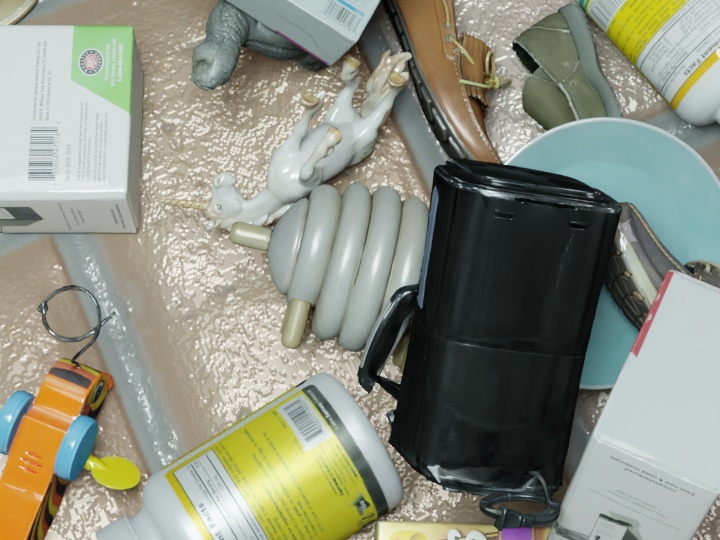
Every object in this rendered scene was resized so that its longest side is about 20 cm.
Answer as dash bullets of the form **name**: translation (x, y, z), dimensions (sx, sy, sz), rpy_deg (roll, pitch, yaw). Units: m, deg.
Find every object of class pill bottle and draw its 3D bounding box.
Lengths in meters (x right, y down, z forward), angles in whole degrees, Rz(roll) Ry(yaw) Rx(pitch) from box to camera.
- **pill bottle**: translation (-0.079, 0.168, 1.039), dimensions (0.200, 0.112, 0.112), rpy_deg (-31, 75, -11)
- **pill bottle**: translation (0.270, -0.187, 1.167), dimensions (0.113, 0.113, 0.200), rpy_deg (-35, 75, -12)

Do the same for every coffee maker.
- **coffee maker**: translation (0.102, 0.037, 0.965), dimensions (0.135, 0.192, 0.200), rpy_deg (1, 106, -32)

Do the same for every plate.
- **plate**: translation (0.173, -0.013, 1.069), dimensions (0.200, 0.026, 0.200), rpy_deg (-1, 102, -3)

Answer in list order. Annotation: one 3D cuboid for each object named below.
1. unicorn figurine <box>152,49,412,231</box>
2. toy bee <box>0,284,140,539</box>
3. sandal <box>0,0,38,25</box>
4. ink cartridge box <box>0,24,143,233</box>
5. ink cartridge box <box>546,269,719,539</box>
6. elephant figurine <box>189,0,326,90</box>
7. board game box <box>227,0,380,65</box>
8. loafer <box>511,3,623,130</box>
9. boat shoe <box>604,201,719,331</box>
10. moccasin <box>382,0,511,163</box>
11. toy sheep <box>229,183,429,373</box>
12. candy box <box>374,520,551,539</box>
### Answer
- **unicorn figurine**: translation (-0.040, -0.091, 1.122), dimensions (0.200, 0.137, 0.074), rpy_deg (-21, 68, -33)
- **toy bee**: translation (-0.211, 0.112, 1.072), dimensions (0.131, 0.109, 0.200), rpy_deg (42, 100, 3)
- **sandal**: translation (-0.272, -0.269, 1.202), dimensions (0.212, 0.070, 0.078), rpy_deg (-37, 76, -12)
- **ink cartridge box**: translation (-0.273, -0.109, 1.141), dimensions (0.200, 0.084, 0.146), rpy_deg (0, 71, -2)
- **ink cartridge box**: translation (0.192, 0.122, 0.968), dimensions (0.083, 0.200, 0.147), rpy_deg (24, 55, 11)
- **elephant figurine**: translation (-0.055, -0.220, 1.163), dimensions (0.155, 0.142, 0.200), rpy_deg (-16, 66, 8)
- **board game box**: translation (-0.029, -0.276, 1.091), dimensions (0.148, 0.064, 0.200), rpy_deg (32, 73, -10)
- **loafer**: translation (0.165, -0.124, 1.155), dimensions (0.070, 0.075, 0.200), rpy_deg (-16, 48, 7)
- **boat shoe**: translation (0.233, 0.026, 1.040), dimensions (0.073, 0.074, 0.200), rpy_deg (-37, 111, -6)
- **moccasin**: translation (0.078, -0.164, 1.180), dimensions (0.078, 0.074, 0.201), rpy_deg (-18, 63, 1)
- **toy sheep**: translation (0.000, 0.000, 1.090), dimensions (0.200, 0.138, 0.138), rpy_deg (14, 71, -9)
- **candy box**: translation (0.107, 0.243, 1.049), dimensions (0.200, 0.056, 0.117), rpy_deg (2, 72, 0)
